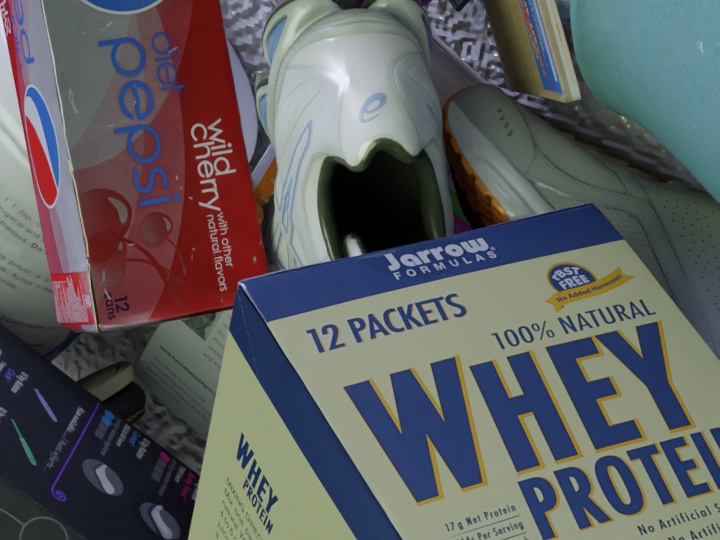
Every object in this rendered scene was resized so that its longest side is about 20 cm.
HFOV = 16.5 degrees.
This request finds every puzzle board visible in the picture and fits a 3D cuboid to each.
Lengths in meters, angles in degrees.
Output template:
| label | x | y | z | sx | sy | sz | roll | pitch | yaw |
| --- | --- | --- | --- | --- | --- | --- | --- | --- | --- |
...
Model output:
| label | x | y | z | sx | sy | sz | roll | pitch | yaw |
| --- | --- | --- | --- | --- | --- | --- | --- | --- | --- |
| puzzle board | 0.042 | -0.158 | 0.870 | 0.017 | 0.151 | 0.200 | -17 | 97 | -2 |

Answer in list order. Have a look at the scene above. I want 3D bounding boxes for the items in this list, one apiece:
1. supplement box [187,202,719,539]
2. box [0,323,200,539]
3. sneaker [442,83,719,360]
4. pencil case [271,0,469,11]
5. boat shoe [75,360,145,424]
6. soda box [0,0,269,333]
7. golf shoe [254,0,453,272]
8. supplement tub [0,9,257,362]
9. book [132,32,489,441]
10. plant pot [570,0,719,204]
| label | x | y | z | sx | sy | sz | roll | pitch | yaw |
| --- | --- | --- | --- | --- | --- | --- | --- | --- | --- |
| supplement box | 0.046 | 0.124 | 0.792 | 0.200 | 0.134 | 0.200 | 55 | 146 | 37 |
| box | -0.129 | 0.122 | 0.958 | 0.200 | 0.106 | 0.122 | 38 | 110 | -7 |
| sneaker | 0.112 | -0.003 | 0.880 | 0.092 | 0.076 | 0.200 | -39 | 70 | -9 |
| pencil case | -0.028 | -0.181 | 0.907 | 0.086 | 0.084 | 0.200 | -48 | 62 | 42 |
| boat shoe | -0.139 | 0.098 | 1.089 | 0.068 | 0.072 | 0.200 | 53 | 139 | 4 |
| soda box | -0.088 | -0.080 | 0.897 | 0.063 | 0.070 | 0.200 | 178 | 82 | -69 |
| golf shoe | 0.000 | 0.000 | 0.885 | 0.078 | 0.097 | 0.200 | -11 | 132 | -3 |
| supplement tub | -0.151 | -0.030 | 1.028 | 0.200 | 0.132 | 0.132 | -40 | 81 | 35 |
| book | 0.004 | 0.014 | 0.994 | 0.134 | 0.048 | 0.200 | 43 | 123 | 11 |
| plant pot | 0.177 | -0.078 | 0.773 | 0.188 | 0.200 | 0.200 | 29 | 118 | 35 |
